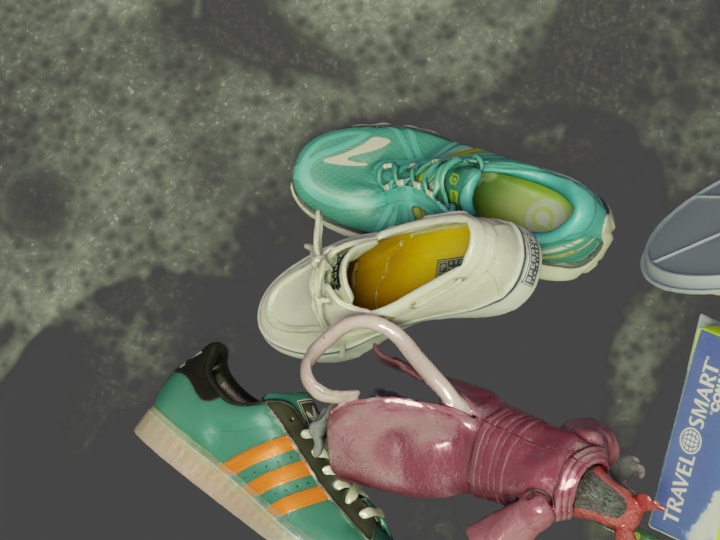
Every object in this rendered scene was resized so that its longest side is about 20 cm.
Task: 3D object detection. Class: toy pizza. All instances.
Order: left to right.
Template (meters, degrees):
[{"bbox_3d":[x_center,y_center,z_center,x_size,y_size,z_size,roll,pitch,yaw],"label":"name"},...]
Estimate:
[{"bbox_3d":[0.252,-0.028,1.291,0.199,0.200,0.032,-22,106,6],"label":"toy pizza"}]

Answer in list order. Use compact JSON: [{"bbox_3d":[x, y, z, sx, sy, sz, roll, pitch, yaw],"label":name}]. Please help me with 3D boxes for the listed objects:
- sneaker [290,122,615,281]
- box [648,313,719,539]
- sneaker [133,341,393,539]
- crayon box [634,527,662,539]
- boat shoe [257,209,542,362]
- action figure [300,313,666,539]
[{"bbox_3d":[0.053,-0.050,1.378,0.198,0.080,0.078,11,80,14],"label":"sneaker"},{"bbox_3d":[0.242,0.110,1.269,0.199,0.047,0.123,22,105,38],"label":"box"},{"bbox_3d":[-0.037,0.116,1.363,0.199,0.071,0.080,34,91,17],"label":"sneaker"},{"bbox_3d":[0.199,0.266,1.292,0.199,0.058,0.173,27,84,15],"label":"crayon box"},{"bbox_3d":[0.000,0.005,1.333,0.201,0.086,0.075,-10,68,41],"label":"boat shoe"},{"bbox_3d":[0.082,0.096,1.301,0.199,0.150,0.134,17,49,31],"label":"action figure"}]
